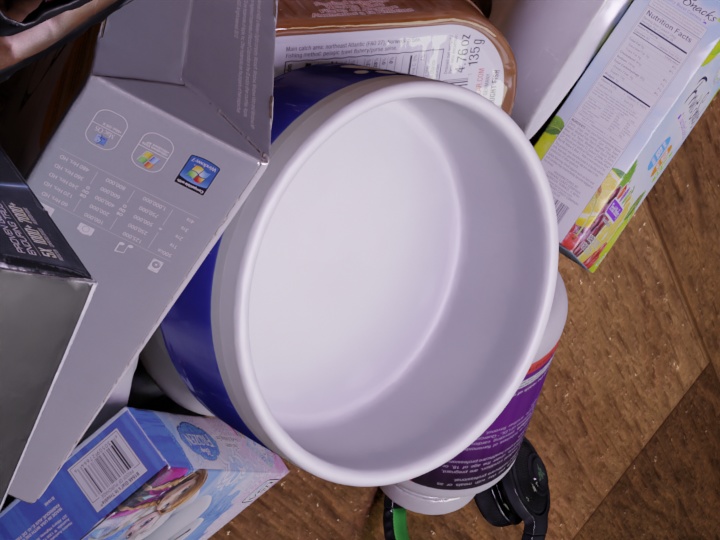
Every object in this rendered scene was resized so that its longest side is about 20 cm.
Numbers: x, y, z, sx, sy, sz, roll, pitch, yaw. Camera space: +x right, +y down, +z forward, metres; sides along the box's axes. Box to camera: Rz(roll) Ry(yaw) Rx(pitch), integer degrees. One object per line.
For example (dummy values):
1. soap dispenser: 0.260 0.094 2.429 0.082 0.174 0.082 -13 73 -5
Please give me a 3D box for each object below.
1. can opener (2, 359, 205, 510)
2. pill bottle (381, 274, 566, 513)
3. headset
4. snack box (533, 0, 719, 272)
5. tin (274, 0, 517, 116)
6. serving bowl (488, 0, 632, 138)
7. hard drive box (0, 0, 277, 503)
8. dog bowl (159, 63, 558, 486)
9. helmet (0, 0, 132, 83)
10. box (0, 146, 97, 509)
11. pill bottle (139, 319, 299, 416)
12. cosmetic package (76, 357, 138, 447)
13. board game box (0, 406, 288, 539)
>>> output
1. can opener: -0.157 0.103 1.064 0.199 0.067 0.054 -29 108 -36
2. pill bottle: 0.061 0.071 1.311 0.112 0.112 0.201 -34 152 -35
3. headset: 0.090 0.145 1.473 0.094 0.123 0.201 9 94 -61
4. snack box: 0.181 -0.102 1.345 0.201 0.068 0.169 -57 169 3
5. tin: -0.009 -0.090 1.042 0.199 0.042 0.113 -7 119 -25
6. serving bowl: 0.128 -0.177 1.186 0.201 0.066 0.200 -55 174 -9
7. hard drive box: -0.115 -0.030 0.830 0.200 0.076 0.156 -54 -160 30
8. dog bowl: 0.000 0.000 0.993 0.199 0.079 0.201 -12 110 -35
9. helmet: -0.144 -0.164 0.656 0.199 0.191 0.200 -31 -175 3
10. box: -0.198 0.017 0.748 0.086 0.200 0.164 11 115 -37
11. pill bottle: -0.031 0.018 1.130 0.200 0.112 0.113 -5 125 -57
12. cosmetic package: -0.200 0.058 0.949 0.200 0.071 0.102 -26 142 -43
13. board game box: -0.151 0.153 1.071 0.200 0.043 0.199 -40 167 8
